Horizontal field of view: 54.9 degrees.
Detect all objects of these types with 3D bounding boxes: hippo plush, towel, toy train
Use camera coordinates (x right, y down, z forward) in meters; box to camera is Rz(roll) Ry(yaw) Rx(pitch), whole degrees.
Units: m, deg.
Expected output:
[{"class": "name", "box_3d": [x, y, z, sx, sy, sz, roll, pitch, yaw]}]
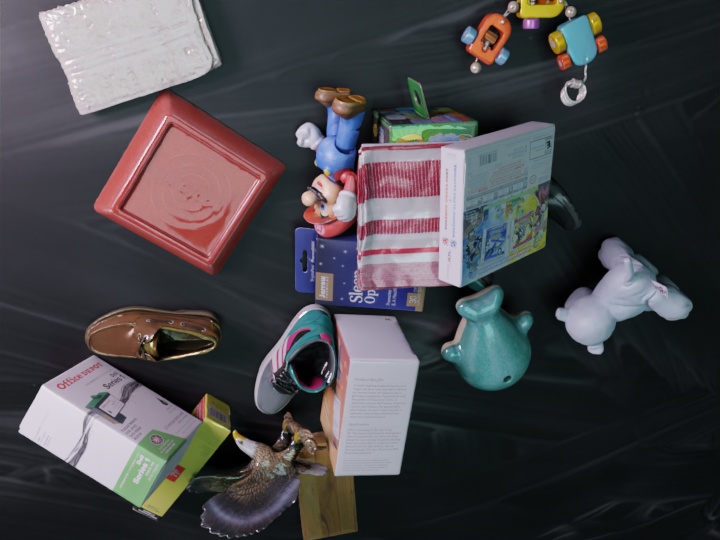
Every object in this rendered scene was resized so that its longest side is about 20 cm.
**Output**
[{"class": "hippo plush", "box_3d": [0.412, 0.062, 1.101, 0.159, 0.200, 0.161, 38, 109, -1]}, {"class": "towel", "box_3d": [0.066, -0.069, 0.920, 0.143, 0.023, 0.202, -4, 113, -10]}, {"class": "toy train", "box_3d": [0.243, -0.322, 0.973, 0.199, 0.056, 0.151, 22, 107, -16]}, {"class": "towel", "box_3d": [-0.288, -0.291, 0.882, 0.198, 0.035, 0.133, -18, 113, -3]}]

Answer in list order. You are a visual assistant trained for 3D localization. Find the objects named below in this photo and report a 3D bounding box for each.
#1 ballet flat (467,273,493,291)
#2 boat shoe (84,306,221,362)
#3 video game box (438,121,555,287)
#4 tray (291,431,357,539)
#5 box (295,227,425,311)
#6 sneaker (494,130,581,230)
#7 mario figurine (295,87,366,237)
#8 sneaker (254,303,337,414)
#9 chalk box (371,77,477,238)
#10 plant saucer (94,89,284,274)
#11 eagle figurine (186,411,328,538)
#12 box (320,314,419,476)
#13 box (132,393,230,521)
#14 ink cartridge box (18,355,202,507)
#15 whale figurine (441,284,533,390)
[{"class": "ballet flat", "box_3d": [0.126, -0.041, 1.061, 0.199, 0.073, 0.073, 30, 103, -15]}, {"class": "boat shoe", "box_3d": [-0.305, 0.096, 1.017, 0.198, 0.068, 0.073, -7, 115, -8]}, {"class": "video game box", "box_3d": [0.186, -0.094, 0.938, 0.199, 0.047, 0.184, -21, 118, -38]}, {"class": "tray", "box_3d": [-0.060, 0.373, 1.203, 0.098, 0.037, 0.202, -7, 114, -9]}, {"class": "box", "box_3d": [0.000, 0.000, 1.028, 0.198, 0.033, 0.122, 4, 126, 1]}, {"class": "sneaker", "box_3d": [0.251, -0.122, 1.053, 0.200, 0.073, 0.082, 40, 108, -14]}, {"class": "mario figurine", "box_3d": [-0.047, -0.138, 0.938, 0.105, 0.124, 0.202, 7, 116, 4]}, {"class": "sneaker", "box_3d": [-0.097, 0.161, 1.060, 0.083, 0.121, 0.201, 24, 106, -20]}, {"class": "chalk box", "box_3d": [0.085, -0.162, 0.964, 0.123, 0.125, 0.202, -4, 114, -10]}, {"class": "plant saucer", "box_3d": [-0.236, -0.112, 0.965, 0.199, 0.037, 0.201, 31, 104, -21]}, {"class": "eagle figurine", "box_3d": [-0.158, 0.313, 1.074, 0.200, 0.151, 0.152, -48, 158, -13]}, {"class": "box", "box_3d": [0.008, 0.190, 1.077, 0.105, 0.152, 0.202, 3, 111, -13]}, {"class": "box", "box_3d": [-0.283, 0.297, 1.103, 0.050, 0.075, 0.200, 36, 102, -22]}, {"class": "ink cartridge box", "box_3d": [-0.349, 0.221, 0.984, 0.199, 0.146, 0.085, 31, 102, 1]}, {"class": "whale figurine", "box_3d": [0.206, 0.113, 1.091, 0.158, 0.104, 0.201, -22, 137, -3]}]
